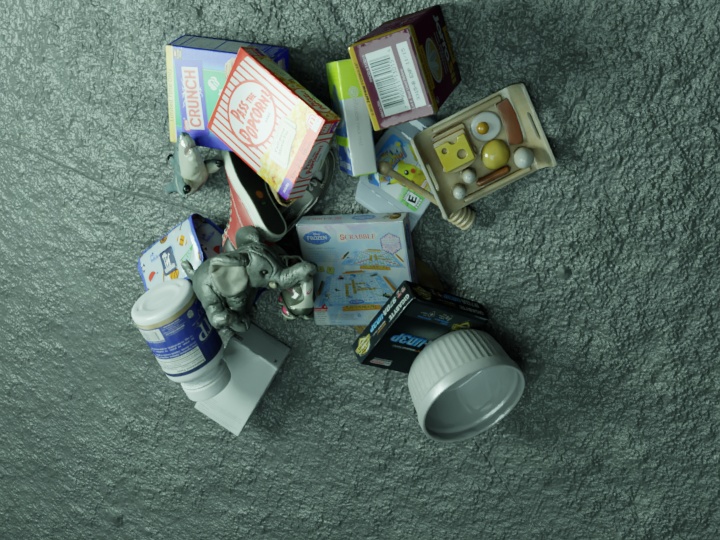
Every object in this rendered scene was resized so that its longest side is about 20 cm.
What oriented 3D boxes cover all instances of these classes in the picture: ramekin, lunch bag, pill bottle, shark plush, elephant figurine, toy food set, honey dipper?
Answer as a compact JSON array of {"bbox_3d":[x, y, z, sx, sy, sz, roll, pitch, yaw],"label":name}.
[{"bbox_3d":[0.175,0.194,1.619,0.197,0.106,0.202,-17,139,-15],"label":"ramekin"},{"bbox_3d":[-0.302,0.014,1.731,0.169,0.124,0.201,-32,101,29],"label":"lunch bag"},{"bbox_3d":[-0.311,0.128,1.662,0.118,0.120,0.202,-11,121,23],"label":"pill bottle"},{"bbox_3d":[-0.308,-0.181,1.651,0.091,0.200,0.084,-41,95,-15],"label":"shark plush"},{"bbox_3d":[-0.188,-0.004,1.565,0.153,0.143,0.200,11,136,-32],"label":"elephant figurine"},{"bbox_3d":[0.194,-0.187,1.480,0.198,0.061,0.145,-26,106,7],"label":"toy food set"},{"bbox_3d":[0.106,-0.128,1.527,0.198,0.038,0.038,30,124,-28],"label":"honey dipper"}]

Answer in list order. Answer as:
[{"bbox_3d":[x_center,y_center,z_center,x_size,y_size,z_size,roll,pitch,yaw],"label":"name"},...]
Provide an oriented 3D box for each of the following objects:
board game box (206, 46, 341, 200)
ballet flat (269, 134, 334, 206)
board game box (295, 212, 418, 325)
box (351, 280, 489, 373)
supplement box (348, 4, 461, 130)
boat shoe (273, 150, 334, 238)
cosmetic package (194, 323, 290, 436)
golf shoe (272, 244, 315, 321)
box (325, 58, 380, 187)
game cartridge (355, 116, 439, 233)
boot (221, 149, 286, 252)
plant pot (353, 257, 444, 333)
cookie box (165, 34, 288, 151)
[{"bbox_3d":[-0.141,-0.234,1.481,0.200,0.046,0.153,42,121,20],"label":"board game box"},{"bbox_3d":[-0.089,-0.177,1.531,0.069,0.066,0.201,3,144,-29],"label":"ballet flat"},{"bbox_3d":[0.000,0.000,1.635,0.197,0.041,0.203,0,117,19],"label":"board game box"},{"bbox_3d":[0.105,0.106,1.605,0.198,0.046,0.160,17,122,-41],"label":"box"},{"bbox_3d":[0.072,-0.308,1.407,0.102,0.200,0.133,-13,110,23],"label":"supplement box"},{"bbox_3d":[-0.108,-0.127,1.637,0.066,0.057,0.201,36,120,-1],"label":"boat shoe"},{"bbox_3d":[-0.232,0.211,1.827,0.112,0.081,0.201,34,119,1],"label":"cosmetic package"},{"bbox_3d":[-0.127,0.000,1.648,0.201,0.076,0.089,53,138,40],"label":"golf shoe"},{"bbox_3d":[-0.013,-0.235,1.496,0.047,0.122,0.204,-10,102,-9],"label":"box"},{"bbox_3d":[0.077,-0.169,1.568,0.132,0.040,0.201,35,120,5],"label":"game cartridge"},{"bbox_3d":[-0.221,-0.113,1.654,0.144,0.072,0.202,-36,72,41],"label":"boot"},{"bbox_3d":[0.058,0.062,1.688,0.197,0.028,0.203,8,117,15],"label":"plant pot"},{"bbox_3d":[-0.225,-0.297,1.586,0.197,0.075,0.174,10,118,15],"label":"cookie box"}]
